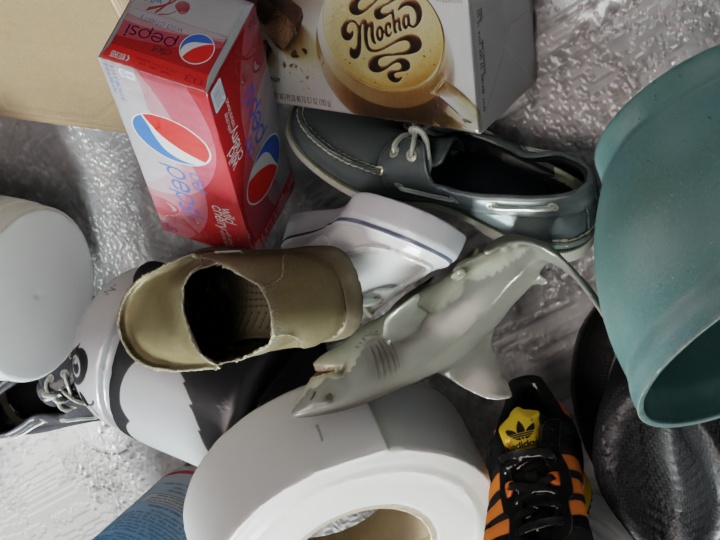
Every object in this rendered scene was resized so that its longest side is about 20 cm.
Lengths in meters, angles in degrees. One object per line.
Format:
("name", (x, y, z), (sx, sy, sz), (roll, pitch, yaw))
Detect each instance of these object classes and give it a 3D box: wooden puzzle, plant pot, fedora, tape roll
("wooden puzzle", (-0.196, -0.152, 1.019), (0.199, 0.037, 0.185), (14, 154, 21))
("plant pot", (0.198, -0.030, 0.787), (0.200, 0.199, 0.135), (-48, 57, 41))
("fedora", (0.191, 0.105, 0.913), (0.200, 0.092, 0.202), (17, 124, 27))
("tape roll", (-0.011, 0.162, 1.016), (0.071, 0.201, 0.203), (-115, 32, -46))

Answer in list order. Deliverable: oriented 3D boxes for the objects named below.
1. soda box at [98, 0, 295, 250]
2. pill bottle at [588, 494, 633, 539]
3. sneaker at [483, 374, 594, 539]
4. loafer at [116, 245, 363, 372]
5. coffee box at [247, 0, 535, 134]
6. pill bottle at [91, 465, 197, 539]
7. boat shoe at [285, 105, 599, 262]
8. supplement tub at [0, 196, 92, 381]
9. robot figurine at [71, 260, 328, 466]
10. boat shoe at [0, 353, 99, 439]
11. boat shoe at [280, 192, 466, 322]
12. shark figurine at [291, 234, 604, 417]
("soda box", (-0.091, -0.084, 0.915), (0.070, 0.064, 0.200), (19, 156, 13))
("pill bottle", (0.103, 0.220, 0.965), (0.111, 0.200, 0.112), (16, 122, 28))
("sneaker", (0.097, 0.130, 0.907), (0.070, 0.200, 0.090), (-14, 107, 11))
("loafer", (-0.087, 0.021, 0.941), (0.199, 0.067, 0.077), (-14, 86, 43))
("coffee box", (-0.006, -0.157, 0.909), (0.199, 0.080, 0.114), (12, 125, 29))
("pill bottle", (-0.161, 0.237, 1.159), (0.108, 0.200, 0.109), (16, 123, 27))
("boat shoe", (0.048, -0.069, 0.918), (0.199, 0.073, 0.062), (23, 153, 13))
("supplement tub", (-0.314, 0.003, 1.170), (0.199, 0.132, 0.133), (8, 120, 31))
("robot figurine", (-0.103, 0.072, 1.075), (0.199, 0.125, 0.151), (20, 99, 24))
("boat shoe", (-0.222, 0.096, 1.213), (0.199, 0.063, 0.073), (-16, 105, 39))
("boat shoe", (0.000, 0.000, 0.953), (0.073, 0.066, 0.200), (25, 168, -16))
("shark figurine", (0.071, 0.035, 0.918), (0.214, 0.128, 0.090), (-33, 92, 38))
